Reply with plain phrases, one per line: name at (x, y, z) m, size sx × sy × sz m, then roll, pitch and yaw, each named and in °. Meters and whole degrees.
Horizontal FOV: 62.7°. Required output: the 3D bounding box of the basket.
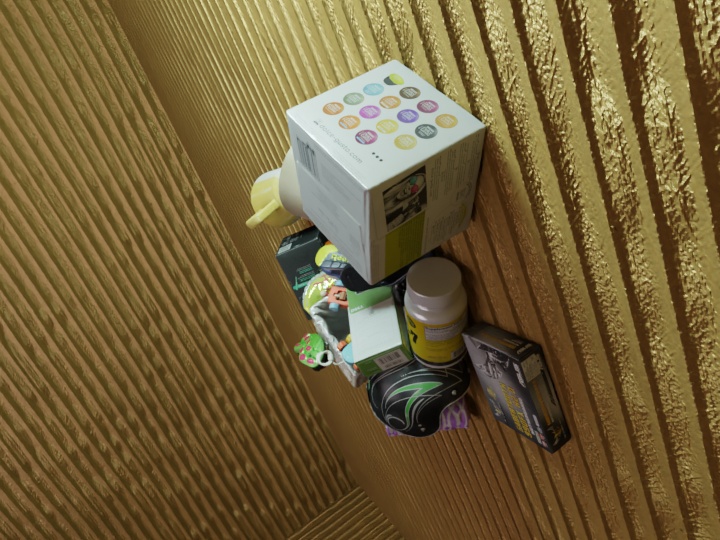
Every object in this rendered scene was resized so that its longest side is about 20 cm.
basket at (0.009, 0.139, 1.399) m, size 0.200 × 0.198 × 0.161 m, roll 53°, pitch 164°, yaw 17°

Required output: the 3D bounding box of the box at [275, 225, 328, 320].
box at (-0.120, 0.001, 1.564) m, size 0.149 × 0.124 × 0.201 m, roll -86°, pitch -27°, yaw -68°

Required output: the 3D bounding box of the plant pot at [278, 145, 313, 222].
plant pot at (-0.013, -0.146, 1.071) m, size 0.200 × 0.187 × 0.188 m, roll 31°, pitch 150°, yaw 28°

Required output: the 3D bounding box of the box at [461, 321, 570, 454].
box at (0.268, 0.199, 1.028) m, size 0.158 × 0.048 × 0.201 m, roll 22°, pitch 139°, yaw 62°

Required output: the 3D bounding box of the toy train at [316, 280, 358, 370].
toy train at (-0.024, 0.125, 1.288) m, size 0.056 × 0.149 × 0.201 m, roll 77°, pitch -159°, yaw -62°

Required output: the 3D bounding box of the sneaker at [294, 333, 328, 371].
sneaker at (-0.105, 0.201, 1.424) m, size 0.084 × 0.077 × 0.200 m, roll 42°, pitch 175°, yaw -10°

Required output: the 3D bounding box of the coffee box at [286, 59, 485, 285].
coffee box at (0.035, -0.143, 0.859) m, size 0.200 × 0.197 × 0.200 m, roll 48°, pitch 158°, yaw 31°

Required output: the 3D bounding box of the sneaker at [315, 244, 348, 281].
sneaker at (0.000, 0.000, 1.321) m, size 0.199 × 0.074 × 0.082 m, roll 18°, pitch 155°, yaw 18°

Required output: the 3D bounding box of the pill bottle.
pill bottle at (0.139, 0.078, 1.078) m, size 0.114 × 0.114 × 0.201 m, roll 44°, pitch 157°, yaw 39°

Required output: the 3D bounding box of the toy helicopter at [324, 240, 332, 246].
toy helicopter at (-0.028, -0.111, 1.338) m, size 0.200 × 0.079 × 0.133 m, roll -25°, pitch 86°, yaw 62°

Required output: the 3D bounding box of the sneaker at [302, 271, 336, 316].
sneaker at (-0.060, 0.035, 1.438) m, size 0.090 × 0.200 × 0.078 m, roll 13°, pitch 145°, yaw 50°

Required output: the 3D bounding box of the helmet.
helmet at (0.119, 0.224, 1.222) m, size 0.200 × 0.199 × 0.191 m, roll 45°, pitch 129°, yaw 37°

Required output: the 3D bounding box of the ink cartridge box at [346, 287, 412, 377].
ink cartridge box at (0.035, 0.106, 1.199) m, size 0.059 × 0.103 × 0.201 m, roll 53°, pitch -161°, yaw -41°

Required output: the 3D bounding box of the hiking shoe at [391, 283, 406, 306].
hiking shoe at (0.077, -0.026, 1.173) m, size 0.101 × 0.075 × 0.201 m, roll -133°, pitch 28°, yaw -57°

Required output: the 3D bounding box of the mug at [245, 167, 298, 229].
mug at (-0.189, -0.179, 1.493) m, size 0.149 × 0.188 × 0.153 m, roll 19°, pitch 166°, yaw -24°

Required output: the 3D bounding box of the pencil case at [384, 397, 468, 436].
pencil case at (0.146, 0.328, 1.332) m, size 0.086 × 0.199 × 0.084 m, roll 76°, pitch -170°, yaw -50°

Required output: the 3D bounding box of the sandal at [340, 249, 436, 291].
sandal at (0.052, 0.003, 1.101) m, size 0.199 × 0.043 × 0.076 m, roll -21°, pitch 112°, yaw 27°
